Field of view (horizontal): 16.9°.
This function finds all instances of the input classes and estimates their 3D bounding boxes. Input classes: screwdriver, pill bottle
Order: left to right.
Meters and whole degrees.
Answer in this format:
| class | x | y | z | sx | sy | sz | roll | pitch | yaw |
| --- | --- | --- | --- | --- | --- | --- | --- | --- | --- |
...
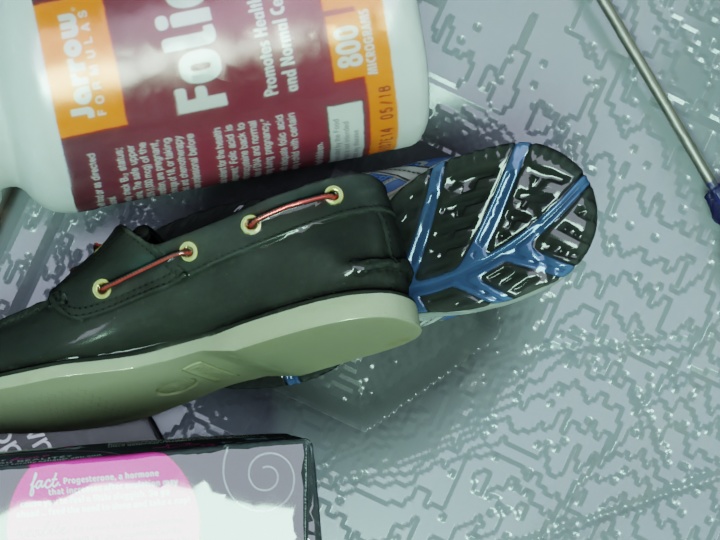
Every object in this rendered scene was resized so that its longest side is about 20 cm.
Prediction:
| class | x | y | z | sx | sy | sz | roll | pitch | yaw |
| --- | --- | --- | --- | --- | --- | --- | --- | --- | --- |
| pill bottle | -0.081 | -0.085 | 0.928 | 0.199 | 0.114 | 0.115 | -12 | 88 | -6 |
| screwdriver | 0.139 | -0.050 | 0.990 | 0.029 | 0.028 | 0.201 | -26 | 88 | -36 |

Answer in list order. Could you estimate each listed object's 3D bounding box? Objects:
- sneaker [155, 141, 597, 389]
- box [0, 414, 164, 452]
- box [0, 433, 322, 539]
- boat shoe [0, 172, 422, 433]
| class | x | y | z | sx | sy | sz | roll | pitch | yaw |
| --- | --- | --- | --- | --- | --- | --- | --- | --- | --- |
| sneaker | 0.000 | 0.000 | 0.955 | 0.199 | 0.077 | 0.076 | -11 | 91 | 12 |
| box | -0.154 | 0.128 | 0.949 | 0.199 | 0.036 | 0.143 | -31 | 90 | -8 |
| box | -0.113 | 0.131 | 0.879 | 0.199 | 0.115 | 0.133 | -5 | 89 | -5 |
| boat shoe | -0.077 | 0.017 | 0.902 | 0.200 | 0.074 | 0.063 | -16 | 73 | 15 |
